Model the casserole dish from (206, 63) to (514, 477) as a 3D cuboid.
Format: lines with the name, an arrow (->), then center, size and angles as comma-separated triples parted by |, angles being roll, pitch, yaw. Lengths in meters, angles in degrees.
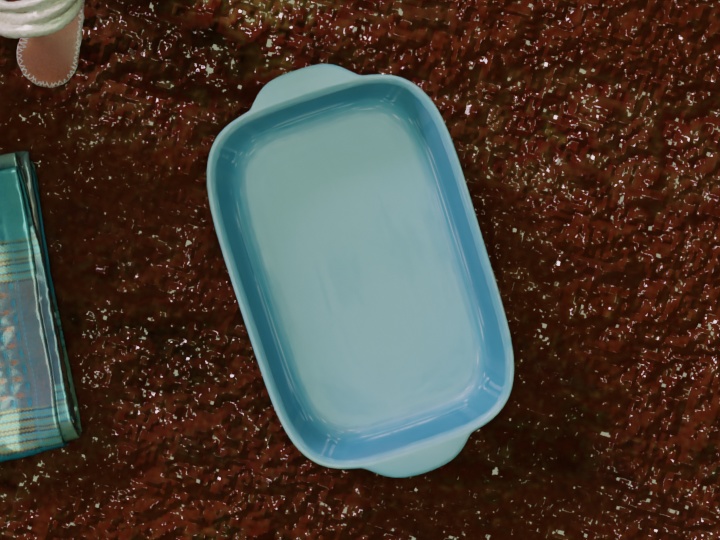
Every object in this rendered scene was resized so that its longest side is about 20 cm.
casserole dish -> 0.000, 0.000, 0.977 | 0.120, 0.039, 0.201 | -18, 93, -1

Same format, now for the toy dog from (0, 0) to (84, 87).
toy dog -> -0.170, -0.122, 0.938 | 0.199, 0.096, 0.132 | -5, 51, 27

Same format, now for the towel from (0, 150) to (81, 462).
towel -> -0.244, 0.032, 0.982 | 0.199, 0.022, 0.148 | -11, 92, 0
